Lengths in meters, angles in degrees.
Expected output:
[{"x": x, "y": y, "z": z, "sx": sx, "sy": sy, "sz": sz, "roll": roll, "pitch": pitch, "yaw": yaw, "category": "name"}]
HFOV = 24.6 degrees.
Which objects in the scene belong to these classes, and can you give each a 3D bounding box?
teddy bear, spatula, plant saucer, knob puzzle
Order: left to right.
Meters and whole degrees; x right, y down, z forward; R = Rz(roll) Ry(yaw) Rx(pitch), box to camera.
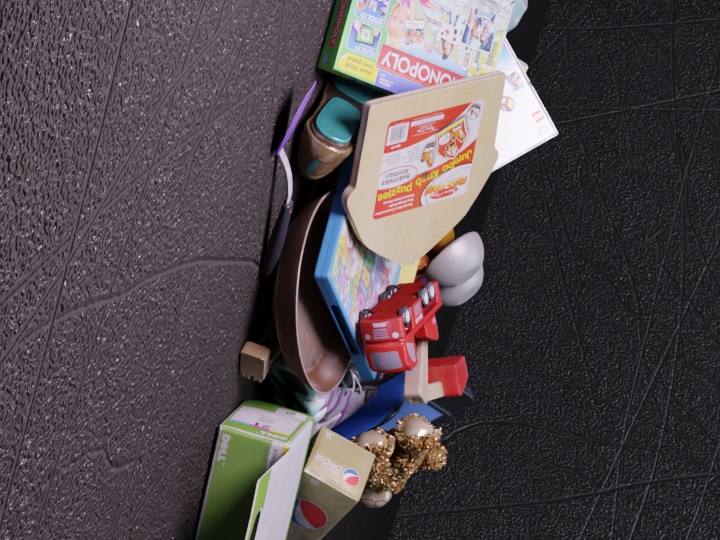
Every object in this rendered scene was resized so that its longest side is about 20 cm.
[{"x": -0.069, "y": -0.078, "z": 1.512, "sx": 0.057, "sy": 0.020, "sz": 0.201, "roll": -64, "pitch": 167, "yaw": -58, "category": "spatula"}, {"x": -0.042, "y": 0.021, "z": 1.624, "sx": 0.200, "sy": 0.034, "sz": 0.201, "roll": 2, "pitch": 90, "yaw": -72, "category": "plant saucer"}, {"x": 0.024, "y": 0.213, "z": 1.795, "sx": 0.200, "sy": 0.144, "sz": 0.067, "roll": -43, "pitch": -115, "yaw": 52, "category": "teddy bear"}, {"x": 0.055, "y": -0.096, "z": 1.631, "sx": 0.219, "sy": 0.030, "sz": 0.220, "roll": -26, "pitch": 136, "yaw": -29, "category": "knob puzzle"}]

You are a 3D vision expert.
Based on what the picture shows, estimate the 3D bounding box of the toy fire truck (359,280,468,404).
[{"x": 0.057, "y": 0.086, "z": 1.725, "sx": 0.200, "sy": 0.048, "sz": 0.142, "roll": -41, "pitch": 123, "yaw": -66, "category": "toy fire truck"}]

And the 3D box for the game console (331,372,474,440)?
[{"x": 0.012, "y": 0.192, "z": 1.880, "sx": 0.170, "sy": 0.200, "sz": 0.119, "roll": 34, "pitch": 37, "yaw": -38, "category": "game console"}]

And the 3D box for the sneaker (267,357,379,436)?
[{"x": -0.025, "y": 0.111, "z": 1.761, "sx": 0.140, "sy": 0.078, "sz": 0.200, "roll": -34, "pitch": 167, "yaw": -16, "category": "sneaker"}]

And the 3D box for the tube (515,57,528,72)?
[{"x": 0.116, "y": -0.142, "z": 1.783, "sx": 0.201, "sy": 0.058, "sz": 0.052, "roll": -63, "pitch": -177, "yaw": 15, "category": "tube"}]

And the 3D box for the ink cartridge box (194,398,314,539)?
[{"x": -0.115, "y": 0.222, "z": 1.560, "sx": 0.200, "sy": 0.075, "sz": 0.149, "roll": -40, "pitch": 145, "yaw": -74, "category": "ink cartridge box"}]

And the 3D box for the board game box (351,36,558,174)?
[{"x": 0.088, "y": -0.147, "z": 1.707, "sx": 0.127, "sy": 0.199, "sz": 0.035, "roll": 61, "pitch": -6, "yaw": 0, "category": "board game box"}]

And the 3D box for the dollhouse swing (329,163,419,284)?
[{"x": -0.021, "y": -0.042, "z": 1.851, "sx": 0.181, "sy": 0.175, "sz": 0.201, "roll": 16, "pitch": 90, "yaw": -40, "category": "dollhouse swing"}]

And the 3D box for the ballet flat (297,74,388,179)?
[{"x": -0.017, "y": -0.147, "z": 1.625, "sx": 0.072, "sy": 0.068, "sz": 0.200, "roll": -56, "pitch": -176, "yaw": 35, "category": "ballet flat"}]

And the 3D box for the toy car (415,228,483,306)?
[{"x": 0.055, "y": -0.025, "z": 2.057, "sx": 0.150, "sy": 0.175, "sz": 0.200, "roll": -38, "pitch": 165, "yaw": -8, "category": "toy car"}]

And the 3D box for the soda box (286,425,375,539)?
[{"x": -0.063, "y": 0.247, "z": 1.742, "sx": 0.200, "sy": 0.068, "sz": 0.064, "roll": -51, "pitch": -168, "yaw": 46, "category": "soda box"}]

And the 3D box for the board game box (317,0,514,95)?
[{"x": 0.058, "y": -0.233, "z": 1.620, "sx": 0.199, "sy": 0.029, "sz": 0.135, "roll": 16, "pitch": 88, "yaw": -39, "category": "board game box"}]

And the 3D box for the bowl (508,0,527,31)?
[{"x": 0.115, "y": -0.322, "z": 1.756, "sx": 0.201, "sy": 0.104, "sz": 0.202, "roll": -11, "pitch": 90, "yaw": -78, "category": "bowl"}]

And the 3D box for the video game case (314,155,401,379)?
[{"x": 0.000, "y": 0.000, "z": 1.669, "sx": 0.200, "sy": 0.018, "sz": 0.144, "roll": 67, "pitch": 30, "yaw": -54, "category": "video game case"}]

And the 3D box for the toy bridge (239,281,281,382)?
[{"x": -0.075, "y": 0.035, "z": 1.649, "sx": 0.067, "sy": 0.027, "sz": 0.200, "roll": 97, "pitch": 12, "yaw": -46, "category": "toy bridge"}]
